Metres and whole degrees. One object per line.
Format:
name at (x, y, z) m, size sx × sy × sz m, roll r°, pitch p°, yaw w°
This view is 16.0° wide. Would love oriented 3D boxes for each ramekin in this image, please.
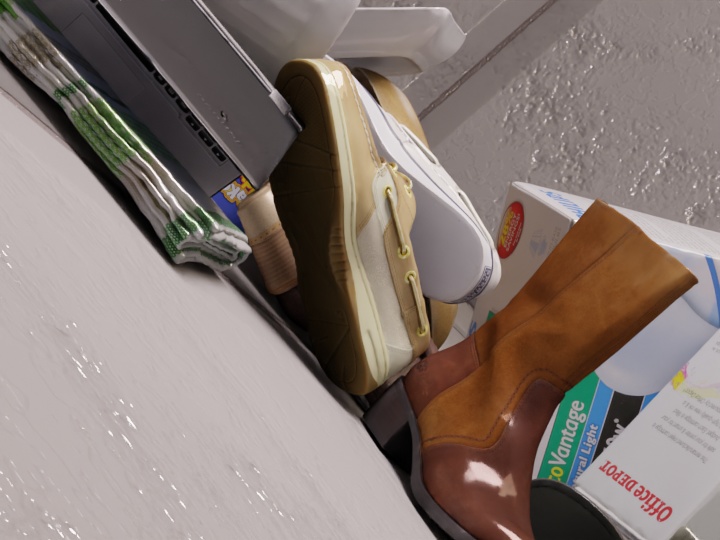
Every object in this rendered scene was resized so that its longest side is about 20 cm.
ramekin at (-0.070, -0.191, 1.526) m, size 0.097 × 0.201 × 0.201 m, roll 31°, pitch 10°, yaw -22°

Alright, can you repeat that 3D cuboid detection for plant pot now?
plant pot at (0.031, -0.041, 1.717) m, size 0.200 × 0.027 × 0.201 m, roll 167°, pitch -90°, yaw -82°

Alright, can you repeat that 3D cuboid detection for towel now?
towel at (-0.140, -0.080, 1.359) m, size 0.200 × 0.031 × 0.149 m, roll 48°, pitch 1°, yaw 6°

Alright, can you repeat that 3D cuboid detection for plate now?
plate at (-0.033, -0.151, 1.732) m, size 0.200 × 0.198 × 0.033 m, roll 9°, pitch 80°, yaw -84°

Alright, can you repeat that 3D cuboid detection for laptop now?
laptop at (-0.134, -0.111, 1.404) m, size 0.188 × 0.116 × 0.200 m, roll 50°, pitch -39°, yaw -7°

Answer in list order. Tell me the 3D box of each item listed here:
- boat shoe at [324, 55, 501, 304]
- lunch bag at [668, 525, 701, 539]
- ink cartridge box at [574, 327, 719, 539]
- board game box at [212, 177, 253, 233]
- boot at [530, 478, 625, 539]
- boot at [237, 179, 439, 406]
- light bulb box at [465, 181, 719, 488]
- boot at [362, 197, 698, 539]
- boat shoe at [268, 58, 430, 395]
boat shoe at (0.012, -0.059, 1.555) m, size 0.200 × 0.072 × 0.066 m, roll 43°, pitch 10°, yaw 17°
lunch bag at (0.214, 0.259, 1.425) m, size 0.164 × 0.117 × 0.200 m, roll 51°, pitch -2°, yaw 31°
ink cartridge box at (0.252, 0.111, 1.650) m, size 0.083 × 0.200 × 0.146 m, roll 45°, pitch -3°, yaw -21°
board game box at (-0.070, -0.055, 1.742) m, size 0.200 × 0.045 × 0.134 m, roll 50°, pitch 4°, yaw 3°
boot at (0.165, 0.206, 1.639) m, size 0.200 × 0.069 × 0.174 m, roll 49°, pitch 6°, yaw 0°
boot at (0.000, 0.000, 1.623) m, size 0.167 × 0.072 × 0.200 m, roll 55°, pitch 25°, yaw -7°
light bulb box at (0.184, 0.064, 1.766) m, size 0.199 × 0.199 × 0.125 m, roll 13°, pitch 10°, yaw -19°
boot at (0.116, 0.072, 1.450) m, size 0.069 × 0.200 × 0.188 m, roll 47°, pitch 4°, yaw -33°
boat shoe at (-0.003, -0.031, 1.477) m, size 0.074 × 0.066 × 0.201 m, roll 18°, pitch -57°, yaw 49°
